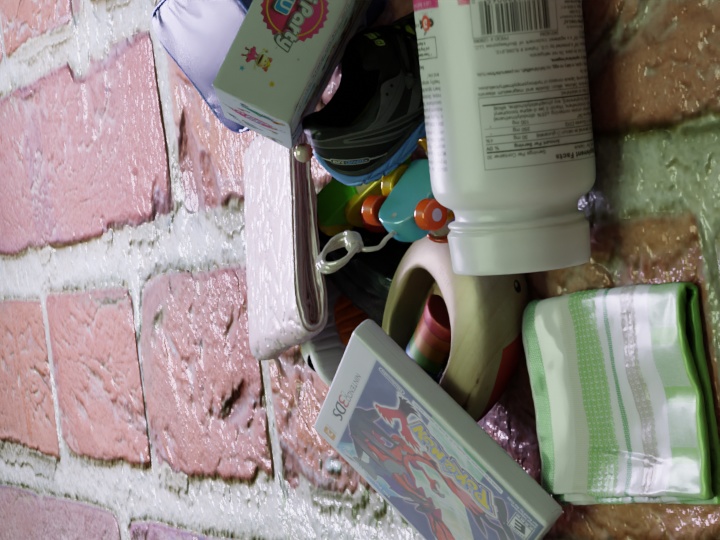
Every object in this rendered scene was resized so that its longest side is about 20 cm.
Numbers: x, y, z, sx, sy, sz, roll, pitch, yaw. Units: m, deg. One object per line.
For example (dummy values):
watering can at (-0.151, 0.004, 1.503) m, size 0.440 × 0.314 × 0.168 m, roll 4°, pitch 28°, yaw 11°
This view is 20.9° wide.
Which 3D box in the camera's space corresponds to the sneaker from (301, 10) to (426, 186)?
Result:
sneaker at (0.037, -0.151, 1.392) m, size 0.200 × 0.083 × 0.071 m, roll -48°, pitch 38°, yaw 0°

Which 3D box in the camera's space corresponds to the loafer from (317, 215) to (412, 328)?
loafer at (0.000, 0.000, 1.620) m, size 0.200 × 0.073 × 0.073 m, roll -136°, pitch 39°, yaw -55°

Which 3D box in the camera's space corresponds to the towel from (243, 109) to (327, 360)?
towel at (-0.063, -0.029, 1.616) m, size 0.200 × 0.032 × 0.192 m, roll 145°, pitch 123°, yaw -74°

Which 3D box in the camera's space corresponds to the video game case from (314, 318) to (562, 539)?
video game case at (0.053, 0.148, 1.476) m, size 0.200 × 0.023 × 0.182 m, roll 44°, pitch 153°, yaw 12°

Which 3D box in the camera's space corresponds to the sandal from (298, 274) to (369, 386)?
sandal at (-0.026, 0.031, 1.685) m, size 0.059 × 0.079 × 0.207 m, roll 111°, pitch 151°, yaw -45°

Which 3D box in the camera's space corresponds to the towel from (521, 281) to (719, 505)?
towel at (0.171, 0.086, 1.319) m, size 0.200 × 0.031 × 0.150 m, roll -13°, pitch 87°, yaw 65°

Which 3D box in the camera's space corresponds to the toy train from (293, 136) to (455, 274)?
toy train at (0.025, -0.066, 1.445) m, size 0.056 × 0.150 × 0.200 m, roll 50°, pitch -157°, yaw -33°

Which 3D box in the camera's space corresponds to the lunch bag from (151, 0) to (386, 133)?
lunch bag at (-0.073, -0.214, 1.629) m, size 0.136 × 0.132 × 0.200 m, roll 53°, pitch 156°, yaw -5°

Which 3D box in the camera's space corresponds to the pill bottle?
pill bottle at (0.099, -0.102, 1.316) m, size 0.113 × 0.113 × 0.201 m, roll -174°, pitch 77°, yaw -65°

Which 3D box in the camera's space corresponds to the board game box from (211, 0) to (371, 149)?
board game box at (-0.043, -0.172, 1.410) m, size 0.148 × 0.064 × 0.200 m, roll -64°, pitch 1°, yaw -2°

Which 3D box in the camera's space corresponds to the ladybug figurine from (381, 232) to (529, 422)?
ladybug figurine at (0.073, 0.049, 1.470) m, size 0.136 × 0.072 × 0.200 m, roll 66°, pitch 151°, yaw 29°

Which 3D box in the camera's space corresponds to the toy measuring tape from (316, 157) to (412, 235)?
toy measuring tape at (0.037, -0.087, 1.547) m, size 0.200 × 0.073 × 0.074 m, roll -42°, pitch 57°, yaw 35°
